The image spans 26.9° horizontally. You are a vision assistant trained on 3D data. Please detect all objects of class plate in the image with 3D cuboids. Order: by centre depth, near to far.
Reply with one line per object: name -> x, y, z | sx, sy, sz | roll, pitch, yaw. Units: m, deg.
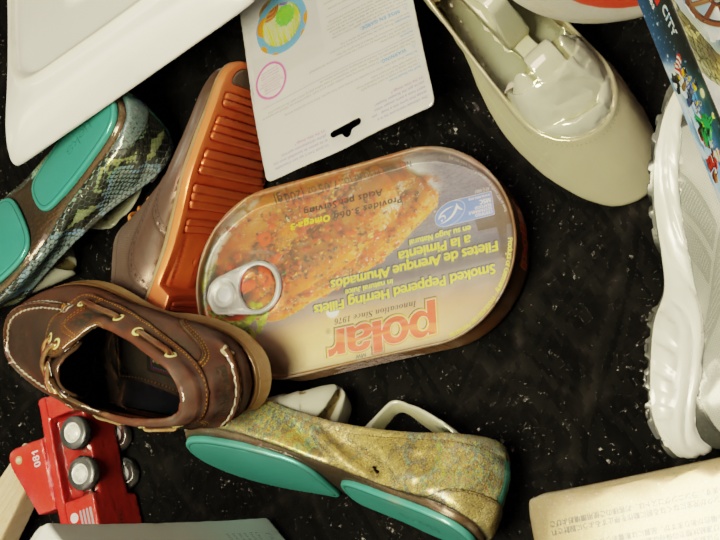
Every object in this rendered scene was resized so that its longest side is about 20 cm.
plate -> -0.156, -0.189, 0.939 | 0.199, 0.032, 0.201 | -30, 46, 21

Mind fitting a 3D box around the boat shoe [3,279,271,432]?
boat shoe -> -0.144, 0.048, 0.850 | 0.199, 0.070, 0.071 | 5, 105, 40

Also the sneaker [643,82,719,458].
sneaker -> 0.183, -0.010, 0.734 | 0.079, 0.074, 0.202 | -5, 77, 26

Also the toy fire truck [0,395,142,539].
toy fire truck -> -0.208, 0.138, 0.944 | 0.140, 0.049, 0.202 | -22, 72, 25

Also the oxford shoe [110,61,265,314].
oxford shoe -> -0.113, -0.034, 0.909 | 0.073, 0.071, 0.201 | 21, 92, 34

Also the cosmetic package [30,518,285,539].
cosmetic package -> -0.073, 0.237, 0.764 | 0.199, 0.200, 0.123 | 44, 105, 28

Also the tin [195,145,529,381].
tin -> 0.000, 0.000, 0.852 | 0.199, 0.042, 0.113 | -13, 72, 23

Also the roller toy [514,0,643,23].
roller toy -> 0.124, -0.229, 0.735 | 0.182, 0.200, 0.141 | -31, 60, 18

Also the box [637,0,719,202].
box -> 0.228, -0.070, 0.702 | 0.136, 0.038, 0.201 | -15, 71, -9

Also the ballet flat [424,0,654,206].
ballet flat -> 0.084, -0.118, 0.795 | 0.069, 0.069, 0.200 | -43, 74, 16

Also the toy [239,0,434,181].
toy -> -0.014, -0.158, 0.887 | 0.115, 0.047, 0.201 | -23, 67, 28

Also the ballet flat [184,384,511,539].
ballet flat -> -0.005, 0.098, 0.834 | 0.199, 0.071, 0.071 | 12, 87, 31

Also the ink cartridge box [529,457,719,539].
ink cartridge box -> 0.193, 0.167, 0.699 | 0.199, 0.075, 0.166 | -16, 75, 25

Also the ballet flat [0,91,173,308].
ballet flat -> -0.192, -0.029, 0.952 | 0.200, 0.074, 0.075 | -41, 65, 21
